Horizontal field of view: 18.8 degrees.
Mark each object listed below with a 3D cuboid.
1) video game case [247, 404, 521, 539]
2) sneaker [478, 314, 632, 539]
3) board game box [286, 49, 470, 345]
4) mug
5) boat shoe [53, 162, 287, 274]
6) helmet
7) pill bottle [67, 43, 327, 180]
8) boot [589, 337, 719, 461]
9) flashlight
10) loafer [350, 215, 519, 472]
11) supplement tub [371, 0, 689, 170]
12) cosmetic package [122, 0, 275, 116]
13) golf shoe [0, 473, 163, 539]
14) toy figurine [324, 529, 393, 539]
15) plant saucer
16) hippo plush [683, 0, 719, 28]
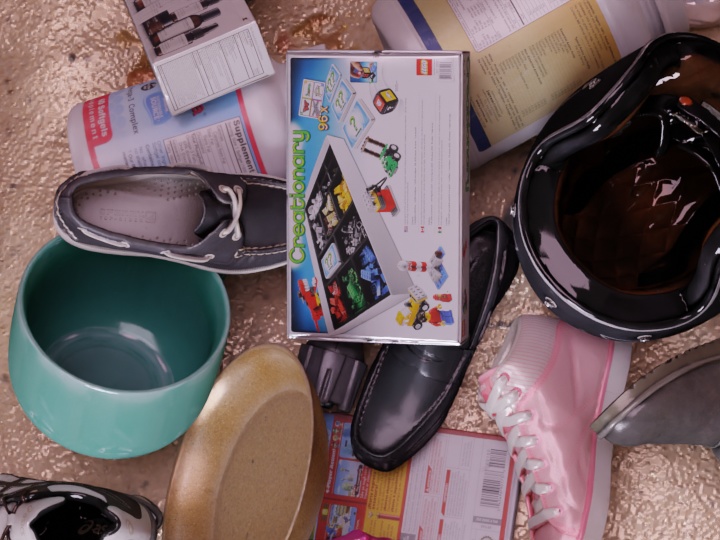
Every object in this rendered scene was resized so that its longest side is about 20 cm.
[{"bbox_3d":[0.012,0.179,1.565,0.198,0.017,0.144,7,77,11],"label":"video game case"},{"bbox_3d":[0.123,0.124,1.518,0.104,0.075,0.202,16,70,-11],"label":"sneaker"},{"bbox_3d":[0.012,-0.052,1.503,0.125,0.035,0.202,2,98,13],"label":"board game box"},{"bbox_3d":[-0.163,0.056,1.568,0.183,0.115,0.153,-8,55,-23],"label":"mug"},{"bbox_3d":[-0.116,-0.041,1.528,0.198,0.060,0.075,7,82,-11],"label":"boat shoe"},{"bbox_3d":[0.200,-0.048,1.502,0.200,0.199,0.191,51,129,17],"label":"helmet"},{"bbox_3d":[-0.108,-0.099,1.608,0.198,0.109,0.110,-18,74,4],"label":"pill bottle"},{"bbox_3d":[0.271,0.145,1.477,0.181,0.073,0.201,-21,73,-34],"label":"boot"},{"bbox_3d":[0.000,0.000,1.569,0.068,0.067,0.202,11,81,48],"label":"flashlight"},{"bbox_3d":[0.050,0.048,1.556,0.068,0.070,0.202,27,75,16],"label":"loafer"},{"bbox_3d":[0.123,-0.177,1.572,0.199,0.144,0.145,-29,73,1],"label":"supplement tub"},{"bbox_3d":[-0.129,-0.194,1.606,0.082,0.051,0.200,-22,36,-5],"label":"cosmetic package"},{"bbox_3d":[-0.246,0.179,1.568,0.198,0.095,0.079,-3,76,10],"label":"golf shoe"},{"bbox_3d":[0.019,0.256,1.460,0.183,0.151,0.200,25,39,24],"label":"toy figurine"},{"bbox_3d":[-0.075,0.152,1.525,0.035,0.200,0.202,20,76,-29],"label":"plant saucer"},{"bbox_3d":[0.286,-0.276,1.562,0.159,0.161,0.200,40,85,16],"label":"hippo plush"}]
